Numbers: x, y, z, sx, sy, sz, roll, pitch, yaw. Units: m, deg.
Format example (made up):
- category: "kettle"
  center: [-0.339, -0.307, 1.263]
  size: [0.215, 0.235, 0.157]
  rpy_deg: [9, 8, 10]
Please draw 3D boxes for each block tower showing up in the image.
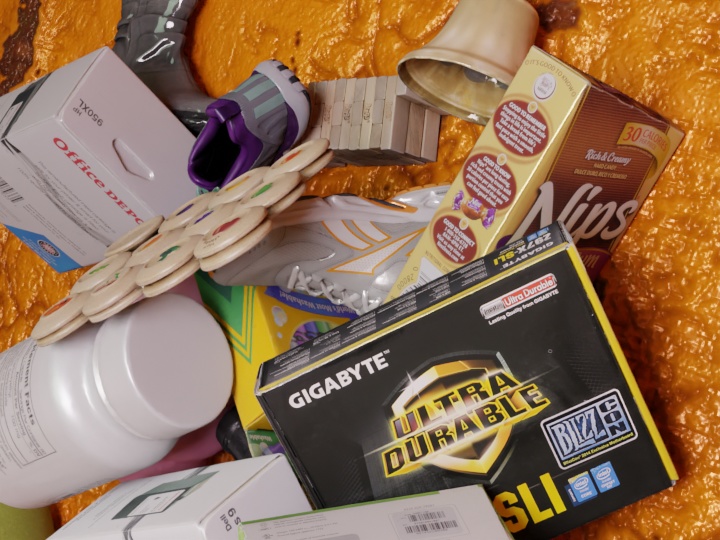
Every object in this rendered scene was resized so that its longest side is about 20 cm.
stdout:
- category: "block tower"
  center: [-0.025, -0.109, 0.986]
  size: [0.198, 0.054, 0.059]
  rpy_deg: [0, 81, 43]

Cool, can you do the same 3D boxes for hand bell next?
- category: "hand bell"
  center: [0.106, -0.208, 0.880]
  size: [0.103, 0.104, 0.203]
  rpy_deg: [12, 77, 43]

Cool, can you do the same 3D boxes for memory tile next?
- category: "memory tile"
  center: [-0.113, -0.020, 0.829]
  size: [0.198, 0.154, 0.017]
  rpy_deg: [-23, 107, 33]

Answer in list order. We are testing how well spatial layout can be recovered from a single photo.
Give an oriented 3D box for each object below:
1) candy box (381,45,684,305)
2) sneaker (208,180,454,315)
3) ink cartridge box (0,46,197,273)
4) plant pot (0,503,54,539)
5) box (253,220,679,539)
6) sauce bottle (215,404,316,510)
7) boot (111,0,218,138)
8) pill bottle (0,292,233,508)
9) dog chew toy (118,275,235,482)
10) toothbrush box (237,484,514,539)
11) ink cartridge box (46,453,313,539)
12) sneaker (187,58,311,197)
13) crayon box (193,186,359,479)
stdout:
- category: "candy box"
  center: [0.102, -0.024, 0.806]
  size: [0.056, 0.116, 0.202]
  rpy_deg: [41, 108, 40]
- category: "sneaker"
  center: [0.000, 0.000, 0.858]
  size: [0.076, 0.197, 0.093]
  rpy_deg: [130, 130, -72]
- category: "ink cartridge box"
  center: [-0.231, -0.085, 1.086]
  size: [0.198, 0.145, 0.085]
  rpy_deg: [-11, 43, 47]
- category: "plant pot"
  center: [-0.323, 0.287, 1.106]
  size: [0.186, 0.186, 0.203]
  rpy_deg: [-25, 49, 36]
- category: "box"
  center: [0.061, 0.088, 0.757]
  size: [0.198, 0.161, 0.049]
  rpy_deg: [-25, 18, 9]
- category: "sauce bottle"
  center: [-0.034, 0.171, 0.917]
  size: [0.200, 0.066, 0.067]
  rpy_deg: [43, 109, 37]
- category: "boot"
  center: [-0.161, -0.184, 1.124]
  size: [0.198, 0.069, 0.134]
  rpy_deg: [15, 86, 39]
- category: "pill bottle"
  center: [-0.181, 0.087, 0.893]
  size: [0.199, 0.113, 0.116]
  rpy_deg: [-24, 64, 40]
- category: "dog chew toy"
  center: [-0.136, 0.087, 1.003]
  size: [0.124, 0.123, 0.202]
  rpy_deg: [39, 114, 40]
- category: "toothbrush box"
  center: [0.013, 0.235, 0.724]
  size: [0.086, 0.143, 0.203]
  rpy_deg: [-125, 29, -66]
- category: "ink cartridge box"
  center: [-0.100, 0.212, 0.858]
  size: [0.199, 0.084, 0.147]
  rpy_deg: [-17, 103, 47]
- category: "sneaker"
  center: [-0.106, -0.067, 0.967]
  size: [0.074, 0.087, 0.201]
  rpy_deg: [42, 138, 17]
- category: "crayon box"
  center: [-0.042, 0.046, 0.917]
  size: [0.051, 0.125, 0.202]
  rpy_deg: [-39, 57, 29]
